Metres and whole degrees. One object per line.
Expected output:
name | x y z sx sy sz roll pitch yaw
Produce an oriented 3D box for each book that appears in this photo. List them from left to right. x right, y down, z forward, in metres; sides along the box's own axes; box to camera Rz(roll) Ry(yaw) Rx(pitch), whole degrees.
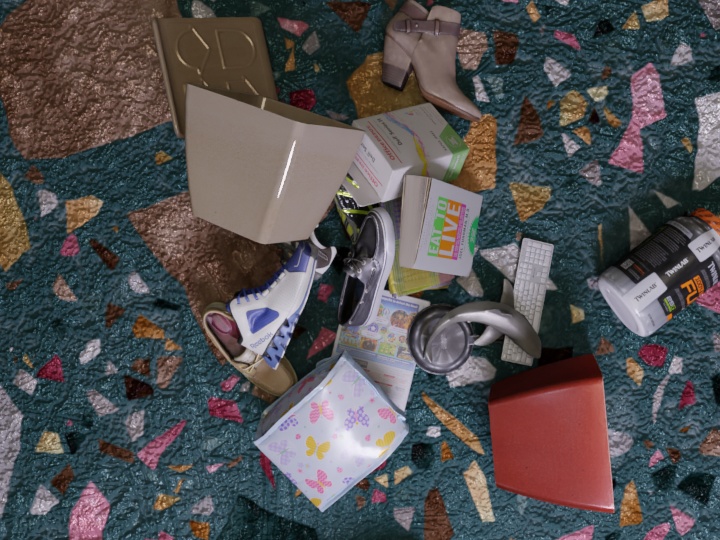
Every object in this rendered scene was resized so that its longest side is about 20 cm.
book | 0.125 -0.064 1.265 0.047 0.199 0.137 9 92 31

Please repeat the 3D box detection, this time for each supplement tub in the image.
supplement tub | 0.490 0.000 1.300 0.199 0.123 0.123 -38 92 2

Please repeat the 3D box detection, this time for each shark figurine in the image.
shark figurine | 0.193 0.079 1.289 0.209 0.089 0.131 -2 88 -11

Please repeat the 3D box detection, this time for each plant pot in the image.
plant pot | -0.137 -0.147 1.176 0.197 0.199 0.181 22 105 23
plant pot | 0.294 0.252 1.285 0.172 0.200 0.205 -5 92 13

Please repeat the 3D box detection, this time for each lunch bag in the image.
lunch bag | -0.041 0.244 1.292 0.199 0.128 0.170 -42 102 16

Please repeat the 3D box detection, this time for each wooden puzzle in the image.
wooden puzzle | -0.225 -0.302 1.285 0.197 0.046 0.190 -11 87 -36

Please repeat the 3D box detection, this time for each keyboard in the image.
keyboard | 0.276 0.052 1.349 0.055 0.011 0.205 11 88 -4

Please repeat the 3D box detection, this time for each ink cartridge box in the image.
ink cartridge box | 0.055 -0.180 1.253 0.197 0.068 0.118 -20 60 -32

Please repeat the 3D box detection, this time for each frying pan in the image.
frying pan | 0.167 0.128 1.344 0.187 0.031 0.117 22 91 -4

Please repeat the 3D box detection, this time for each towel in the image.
towel | 0.086 -0.062 1.311 0.142 0.023 0.205 -12 95 -38

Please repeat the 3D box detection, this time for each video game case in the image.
video game case | 0.025 0.133 1.357 0.140 0.018 0.205 14 92 0

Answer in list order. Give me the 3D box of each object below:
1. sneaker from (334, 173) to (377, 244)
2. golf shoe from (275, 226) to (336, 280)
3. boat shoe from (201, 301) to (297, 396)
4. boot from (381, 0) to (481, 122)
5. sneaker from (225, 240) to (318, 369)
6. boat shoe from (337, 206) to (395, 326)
sneaker | 0.010 -0.076 1.326 0.074 0.076 0.204 -21 110 -5
golf shoe | -0.120 -0.074 1.327 0.094 0.078 0.201 -40 100 -7
boat shoe | -0.186 0.134 1.332 0.199 0.066 0.074 41 92 -2
boot | 0.128 -0.344 1.314 0.197 0.070 0.149 23 90 -1
sneaker | -0.144 0.045 1.262 0.113 0.081 0.203 22 103 -5
boat shoe | 0.000 0.000 1.268 0.065 0.070 0.203 -11 128 -37
